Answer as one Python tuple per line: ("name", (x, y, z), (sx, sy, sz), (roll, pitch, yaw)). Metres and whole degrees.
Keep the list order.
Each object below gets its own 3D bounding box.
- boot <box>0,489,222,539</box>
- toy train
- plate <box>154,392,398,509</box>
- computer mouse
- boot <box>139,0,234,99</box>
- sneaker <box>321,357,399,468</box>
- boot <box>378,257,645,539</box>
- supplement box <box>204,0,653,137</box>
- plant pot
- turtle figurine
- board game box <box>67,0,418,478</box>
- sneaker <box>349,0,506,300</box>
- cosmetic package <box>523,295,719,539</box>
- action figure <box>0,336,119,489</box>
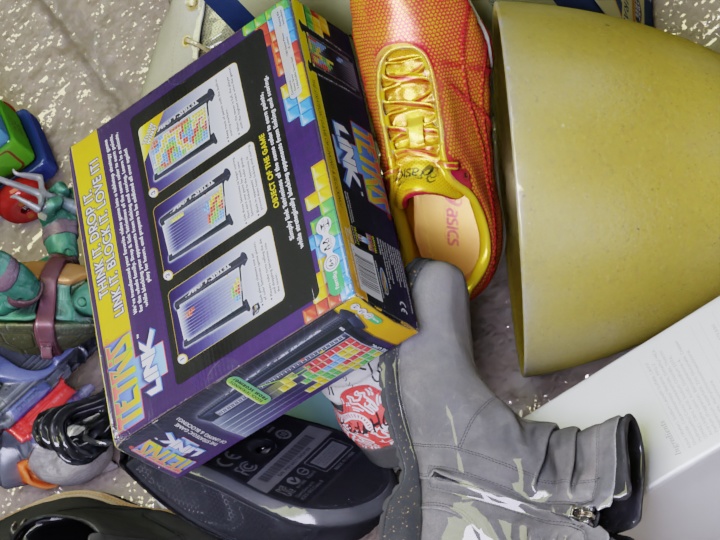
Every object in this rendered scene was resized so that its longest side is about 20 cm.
("boot", (-0.176, 0.155, 1.647), (0.200, 0.138, 0.078), (-10, 77, 34))
("toy train", (-0.299, -0.046, 1.840), (0.200, 0.116, 0.085), (-33, 55, 10))
("plate", (-0.041, 0.068, 1.701), (0.200, 0.026, 0.201), (-12, 61, 22))
("computer mouse", (-0.069, 0.109, 1.633), (0.200, 0.053, 0.138), (22, 35, 27))
("boot", (-0.085, -0.108, 1.717), (0.200, 0.072, 0.155), (-162, 89, -72))
("sneaker", (0.001, 0.000, 1.617), (0.067, 0.108, 0.202), (-18, 46, 17))
("boot", (0.080, 0.083, 1.474), (0.131, 0.070, 0.201), (-9, 69, 25))
("supplement box", (0.041, -0.189, 1.676), (0.199, 0.200, 0.135), (-11, 63, 22))
("plant pot", (0.148, -0.049, 1.574), (0.142, 0.200, 0.201), (-5, 62, 1))
("turtle figurine", (-0.175, 0.000, 1.695), (0.199, 0.150, 0.101), (3, 109, 4))
("board game box", (-0.065, -0.017, 1.546), (0.165, 0.057, 0.200), (-32, 50, 27))
("sneaker", (0.038, -0.077, 1.562), (0.073, 0.077, 0.201), (-13, 102, 15))
("cosmetic package", (0.155, 0.102, 1.526), (0.200, 0.113, 0.081), (-30, 54, 10))
("action figure", (-0.207, 0.057, 1.776), (0.200, 0.105, 0.193), (-36, 57, -25))
